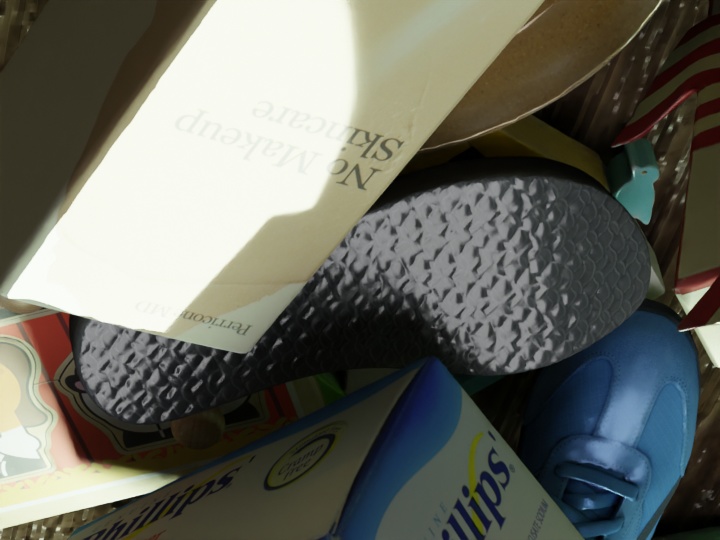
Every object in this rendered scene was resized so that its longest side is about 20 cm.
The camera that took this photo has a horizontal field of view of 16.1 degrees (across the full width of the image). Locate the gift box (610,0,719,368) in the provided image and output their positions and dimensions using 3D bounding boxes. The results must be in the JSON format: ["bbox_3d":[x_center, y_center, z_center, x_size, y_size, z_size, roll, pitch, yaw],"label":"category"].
[{"bbox_3d":[0.188,-0.009,0.781,0.199,0.185,0.187,-20,121,20],"label":"gift box"}]

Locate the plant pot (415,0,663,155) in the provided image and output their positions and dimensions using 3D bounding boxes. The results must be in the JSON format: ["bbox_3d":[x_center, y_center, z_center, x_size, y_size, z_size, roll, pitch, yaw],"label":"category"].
[{"bbox_3d":[0.005,-0.109,0.773,0.198,0.028,0.201,-8,141,-6],"label":"plant pot"}]

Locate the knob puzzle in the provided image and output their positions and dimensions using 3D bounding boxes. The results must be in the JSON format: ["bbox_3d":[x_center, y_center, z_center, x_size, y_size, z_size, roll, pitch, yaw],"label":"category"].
[{"bbox_3d":[-0.118,0.021,0.876,0.218,0.031,0.221,-2,134,-2],"label":"knob puzzle"}]

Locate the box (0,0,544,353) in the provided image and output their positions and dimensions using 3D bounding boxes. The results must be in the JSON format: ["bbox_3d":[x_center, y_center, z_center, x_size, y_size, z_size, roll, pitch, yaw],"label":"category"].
[{"bbox_3d":[-0.026,-0.071,0.727,0.094,0.078,0.200,13,135,-29],"label":"box"}]

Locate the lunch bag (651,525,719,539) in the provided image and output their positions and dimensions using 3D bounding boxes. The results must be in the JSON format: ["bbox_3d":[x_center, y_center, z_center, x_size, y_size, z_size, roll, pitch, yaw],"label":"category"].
[{"bbox_3d":[0.099,0.218,1.060,0.168,0.201,0.128,-6,142,-6],"label":"lunch bag"}]

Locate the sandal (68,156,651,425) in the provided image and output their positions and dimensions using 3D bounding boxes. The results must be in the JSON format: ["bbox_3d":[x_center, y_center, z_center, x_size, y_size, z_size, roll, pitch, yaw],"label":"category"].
[{"bbox_3d":[0.000,-0.001,0.858,0.198,0.043,0.077,-8,118,-8],"label":"sandal"}]

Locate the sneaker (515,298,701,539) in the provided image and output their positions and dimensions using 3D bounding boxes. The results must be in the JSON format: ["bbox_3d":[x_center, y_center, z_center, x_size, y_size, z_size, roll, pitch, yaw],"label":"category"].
[{"bbox_3d":[0.075,0.108,0.943,0.065,0.079,0.201,21,112,-6],"label":"sneaker"}]

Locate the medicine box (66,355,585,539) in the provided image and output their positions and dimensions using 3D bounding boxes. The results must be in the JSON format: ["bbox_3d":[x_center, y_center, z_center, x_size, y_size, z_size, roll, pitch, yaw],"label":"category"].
[{"bbox_3d":[0.002,0.159,0.871,0.182,0.103,0.200,-28,110,35],"label":"medicine box"}]

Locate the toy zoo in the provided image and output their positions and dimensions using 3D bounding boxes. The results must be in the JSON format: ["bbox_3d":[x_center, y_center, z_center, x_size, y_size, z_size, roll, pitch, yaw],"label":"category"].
[{"bbox_3d":[0.020,0.003,0.920,0.199,0.021,0.131,-30,138,22],"label":"toy zoo"}]
